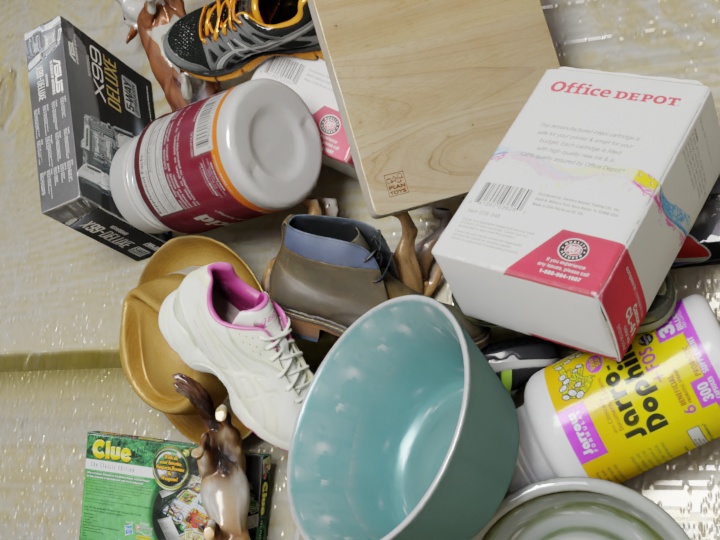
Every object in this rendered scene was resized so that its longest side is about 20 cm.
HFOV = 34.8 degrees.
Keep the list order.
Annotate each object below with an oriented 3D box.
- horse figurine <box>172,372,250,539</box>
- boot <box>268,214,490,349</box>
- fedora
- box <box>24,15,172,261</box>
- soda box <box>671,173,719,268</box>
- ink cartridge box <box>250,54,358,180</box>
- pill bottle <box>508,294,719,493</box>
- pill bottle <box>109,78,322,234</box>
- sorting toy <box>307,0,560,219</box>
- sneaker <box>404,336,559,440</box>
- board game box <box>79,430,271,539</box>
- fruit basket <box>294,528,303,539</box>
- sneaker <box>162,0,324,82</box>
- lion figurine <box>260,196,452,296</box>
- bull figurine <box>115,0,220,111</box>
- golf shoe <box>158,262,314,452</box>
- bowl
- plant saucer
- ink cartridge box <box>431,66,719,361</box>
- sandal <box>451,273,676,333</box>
[{"bbox_3d":[-0.120,0.189,0.981,0.049,0.133,0.204,-9,78,-4],"label":"horse figurine"},{"bbox_3d":[0.016,0.014,0.969,0.196,0.075,0.098,7,120,6],"label":"boot"},{"bbox_3d":[-0.165,0.068,1.058,0.198,0.081,0.205,3,95,36],"label":"fedora"},{"bbox_3d":[-0.262,-0.129,1.152,0.049,0.157,0.203,-19,66,18],"label":"box"},{"bbox_3d":[0.256,-0.042,0.933,0.197,0.063,0.072,-6,71,24],"label":"soda box"},{"bbox_3d":[-0.007,-0.203,1.096,0.144,0.085,0.203,26,88,29],"label":"ink cartridge box"},{"bbox_3d":[0.198,0.107,0.891,0.198,0.104,0.106,-29,64,15],"label":"pill bottle"},{"bbox_3d":[-0.138,-0.096,1.053,0.198,0.113,0.116,-11,68,45],"label":"pill bottle"},{"bbox_3d":[0.068,-0.160,0.989,0.197,0.070,0.202,-15,85,-15],"label":"sorting toy"},{"bbox_3d":[0.085,0.121,0.976,0.197,0.072,0.084,-24,89,18],"label":"sneaker"},{"bbox_3d":[-0.175,0.213,1.072,0.197,0.023,0.107,4,90,25],"label":"board game box"},{"bbox_3d":[0.005,0.297,0.933,0.183,0.093,0.203,15,84,28],"label":"fruit basket"},{"bbox_3d":[-0.103,-0.231,1.059,0.197,0.077,0.080,-8,72,24],"label":"sneaker"},{"bbox_3d":[0.000,0.000,1.037,0.196,0.072,0.125,7,97,21],"label":"lion figurine"},{"bbox_3d":[-0.197,-0.240,1.191,0.064,0.122,0.202,-24,69,-19],"label":"bull figurine"},{"bbox_3d":[-0.080,0.076,0.960,0.199,0.075,0.092,41,132,-1],"label":"golf shoe"},{"bbox_3d":[0.044,0.132,0.869,0.200,0.104,0.203,-36,39,36],"label":"bowl"},{"bbox_3d":[0.166,0.254,0.873,0.196,0.050,0.204,0,92,11],"label":"plant saucer"},{"bbox_3d":[0.168,-0.049,0.867,0.146,0.086,0.201,16,59,38],"label":"ink cartridge box"},{"bbox_3d":[0.156,0.027,0.912,0.199,0.058,0.080,10,59,39],"label":"sandal"}]
